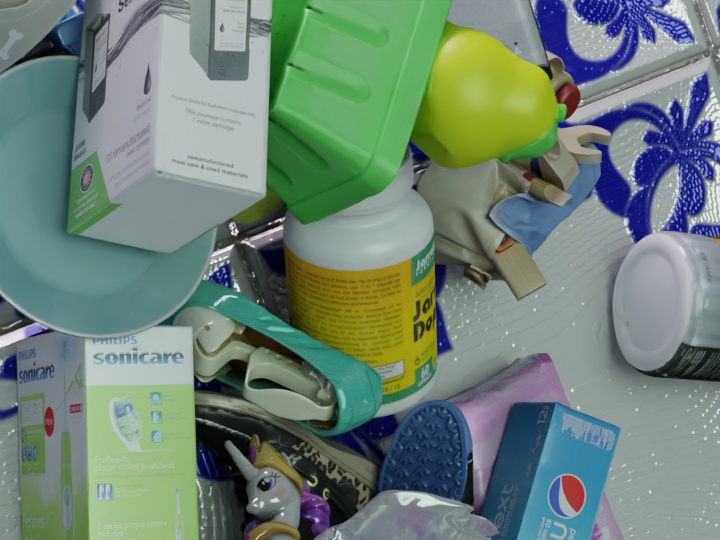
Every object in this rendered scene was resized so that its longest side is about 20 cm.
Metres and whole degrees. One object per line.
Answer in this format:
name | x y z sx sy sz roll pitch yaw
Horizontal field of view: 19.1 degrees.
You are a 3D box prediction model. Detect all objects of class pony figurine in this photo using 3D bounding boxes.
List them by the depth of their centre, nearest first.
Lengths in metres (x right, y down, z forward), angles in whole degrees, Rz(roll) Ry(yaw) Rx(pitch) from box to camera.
pony figurine | -0.022 0.218 1.494 0.193 0.167 0.200 27 38 -16

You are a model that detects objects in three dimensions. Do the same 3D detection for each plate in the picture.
plate | -0.190 -0.048 1.460 0.200 0.026 0.201 11 69 -30

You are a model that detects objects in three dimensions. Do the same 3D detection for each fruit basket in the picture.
fruit basket | 0.030 -0.128 1.471 0.215 0.155 0.216 7 76 -29

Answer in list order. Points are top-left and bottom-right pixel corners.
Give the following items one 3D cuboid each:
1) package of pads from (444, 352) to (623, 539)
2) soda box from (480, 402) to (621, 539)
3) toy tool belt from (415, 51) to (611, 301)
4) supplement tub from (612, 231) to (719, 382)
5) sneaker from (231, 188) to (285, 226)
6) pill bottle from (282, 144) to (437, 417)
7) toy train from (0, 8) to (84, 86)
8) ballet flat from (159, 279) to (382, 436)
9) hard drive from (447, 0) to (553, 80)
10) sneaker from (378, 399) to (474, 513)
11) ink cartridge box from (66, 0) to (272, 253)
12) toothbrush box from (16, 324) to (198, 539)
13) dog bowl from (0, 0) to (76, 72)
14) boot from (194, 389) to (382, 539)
package of pads | 0.128 0.178 1.708 0.120 0.076 0.200 -24 95 -25
soda box | 0.130 0.203 1.627 0.064 0.068 0.200 23 77 -23
toy tool belt | 0.142 -0.070 1.708 0.200 0.123 0.125 -50 150 -20
supplement tub | 0.323 0.035 1.802 0.200 0.122 0.123 5 82 -28
sneaker | -0.077 -0.117 1.583 0.075 0.200 0.076 26 35 18
pill bottle | 0.000 0.000 1.593 0.113 0.113 0.200 -22 126 -28
toy train | -0.185 -0.158 1.558 0.200 0.114 0.087 -30 98 -28
ballet flat | -0.080 0.063 1.558 0.070 0.200 0.067 -39 149 -57
hard drive | 0.049 -0.207 1.573 0.139 0.033 0.200 -19 64 9
sneaker | 0.054 0.193 1.649 0.070 0.078 0.200 10 99 15
ink cartridge box | -0.125 -0.130 1.423 0.084 0.145 0.200 11 69 -28
toothbrush box | -0.179 0.142 1.509 0.086 0.146 0.200 2 84 -27
dog bowl | -0.257 -0.207 1.486 0.059 0.200 0.200 45 65 -33
boot | -0.078 0.185 1.601 0.200 0.073 0.151 30 71 -31
